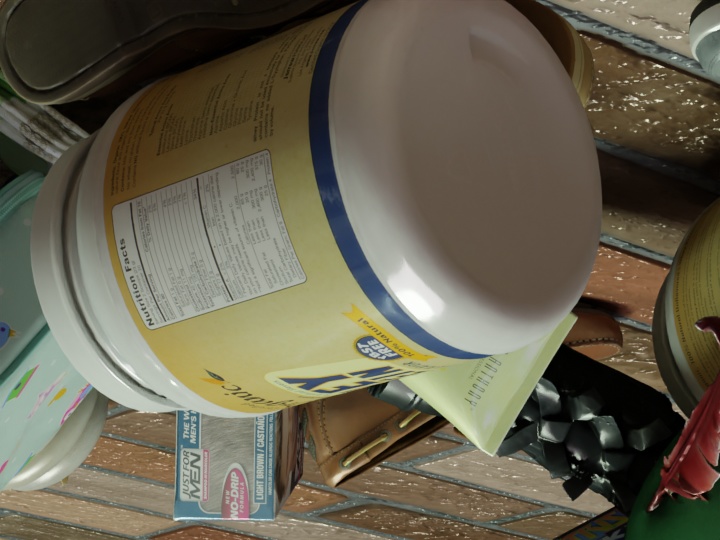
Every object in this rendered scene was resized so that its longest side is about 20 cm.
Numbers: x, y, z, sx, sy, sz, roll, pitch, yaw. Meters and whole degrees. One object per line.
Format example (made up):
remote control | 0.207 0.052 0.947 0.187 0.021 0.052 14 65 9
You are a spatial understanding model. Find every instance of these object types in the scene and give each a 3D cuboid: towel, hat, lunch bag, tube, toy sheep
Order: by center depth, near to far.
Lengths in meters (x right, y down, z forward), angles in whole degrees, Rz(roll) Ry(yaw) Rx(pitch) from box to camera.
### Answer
hat | 0.162 0.063 1.048 0.165 0.177 0.200 -29 -162 -31
tube | 0.000 0.000 1.091 0.200 0.052 0.058 34 139 11
towel | -0.112 -0.020 1.124 0.200 0.031 0.149 35 168 19
lunch bag | -0.182 0.043 1.130 0.077 0.161 0.200 36 160 4
toy sheep | -0.228 0.066 1.413 0.137 0.139 0.200 -7 153 30

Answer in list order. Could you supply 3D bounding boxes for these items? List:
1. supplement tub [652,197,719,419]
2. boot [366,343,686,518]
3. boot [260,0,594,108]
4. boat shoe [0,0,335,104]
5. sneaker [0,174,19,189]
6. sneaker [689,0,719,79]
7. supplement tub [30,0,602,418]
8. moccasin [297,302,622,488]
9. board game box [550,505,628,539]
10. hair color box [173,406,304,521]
supplement tub | 0.232 0.008 1.111 0.144 0.146 0.200 9 161 -13
boot | 0.077 0.047 1.203 0.162 0.074 0.198 23 -164 -15
boot | 0.055 -0.064 1.044 0.199 0.073 0.155 -5 158 43
boat shoe | -0.056 -0.124 0.932 0.199 0.072 0.068 -16 180 33
sneaker | -0.217 0.023 1.275 0.075 0.201 0.088 -5 -145 -48
sneaker | 0.235 -0.057 0.959 0.199 0.121 0.084 1 161 10
supplement tub | -0.021 -0.021 0.916 0.199 0.145 0.144 -17 152 40
moccasin | 0.065 0.075 1.379 0.200 0.078 0.074 -18 162 -16
board game box | 0.202 0.145 1.158 0.199 0.057 0.165 -25 -163 -17
hair color box | -0.069 0.086 1.373 0.060 0.101 0.200 1 -178 3
